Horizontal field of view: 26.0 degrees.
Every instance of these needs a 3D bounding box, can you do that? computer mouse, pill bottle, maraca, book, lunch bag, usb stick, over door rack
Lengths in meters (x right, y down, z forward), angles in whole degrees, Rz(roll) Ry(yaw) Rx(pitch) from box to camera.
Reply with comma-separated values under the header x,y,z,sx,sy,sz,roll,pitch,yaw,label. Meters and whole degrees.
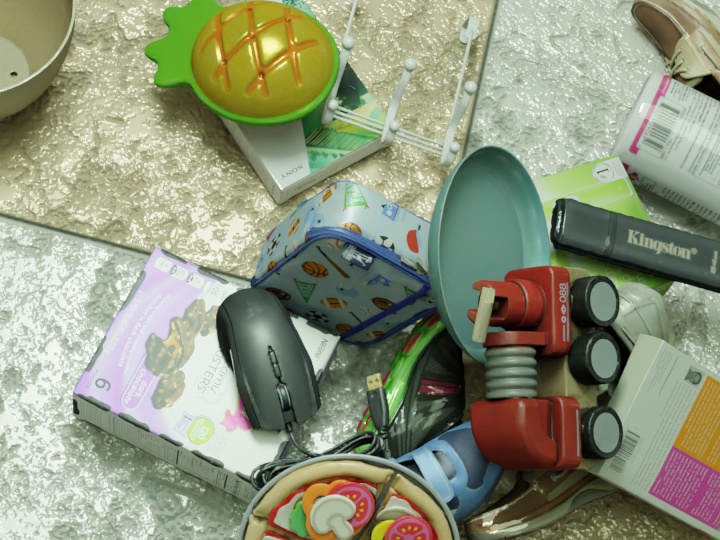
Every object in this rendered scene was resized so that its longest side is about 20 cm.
x,y,z,sx,sy,sz,roll,pitch,yaw,label
-0.049,0.095,1.415,0.139,0.046,0.202,-11,68,-12,computer mouse
0.364,-0.112,1.609,0.199,0.114,0.114,27,65,4,pill bottle
-0.117,-0.212,1.554,0.198,0.107,0.138,18,67,15,maraca
0.305,0.161,1.443,0.199,0.048,0.134,31,83,-33,book
0.000,0.000,1.452,0.159,0.200,0.076,30,61,-19,lunch bag
0.276,-0.023,1.506,0.198,0.033,0.056,15,61,-9,usb stick
0.046,-0.216,1.610,0.147,0.067,0.201,19,55,-11,over door rack

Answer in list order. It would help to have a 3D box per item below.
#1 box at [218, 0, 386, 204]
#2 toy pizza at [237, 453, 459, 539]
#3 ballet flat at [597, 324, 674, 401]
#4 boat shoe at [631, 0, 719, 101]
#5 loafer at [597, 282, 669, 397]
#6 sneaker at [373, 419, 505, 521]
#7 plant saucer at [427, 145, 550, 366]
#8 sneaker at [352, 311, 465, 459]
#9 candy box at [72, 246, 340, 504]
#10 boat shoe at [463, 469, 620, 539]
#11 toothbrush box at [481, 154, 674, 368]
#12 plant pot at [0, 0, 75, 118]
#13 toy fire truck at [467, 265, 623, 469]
x,y,z,sx,sy,sz,roll,pitch,yaw,label
-0.077,-0.184,1.621,0.144,0.036,0.201,-30,75,-19,box
-0.011,0.253,1.367,0.198,0.202,0.032,10,22,-3,toy pizza
0.235,0.093,1.525,0.199,0.070,0.070,-30,73,-19,ballet flat
0.364,-0.223,1.675,0.200,0.076,0.072,43,72,13,boat shoe
0.263,0.109,1.473,0.069,0.070,0.202,-30,114,-28,loafer
0.045,0.201,1.406,0.199,0.082,0.074,-36,63,6,sneaker
0.114,-0.012,1.419,0.027,0.200,0.202,-3,58,36,plant saucer
0.068,0.110,1.479,0.083,0.077,0.201,30,92,-8,sneaker
-0.143,0.099,1.465,0.199,0.072,0.169,25,65,3,candy box
0.176,0.198,1.464,0.199,0.076,0.072,-21,81,-27,boat shoe
0.189,-0.010,1.554,0.198,0.086,0.147,-17,70,-13,toothbrush box
-0.378,-0.225,1.542,0.198,0.135,0.202,3,65,-6,plant pot
0.135,0.081,1.337,0.199,0.128,0.178,6,81,-39,toy fire truck
